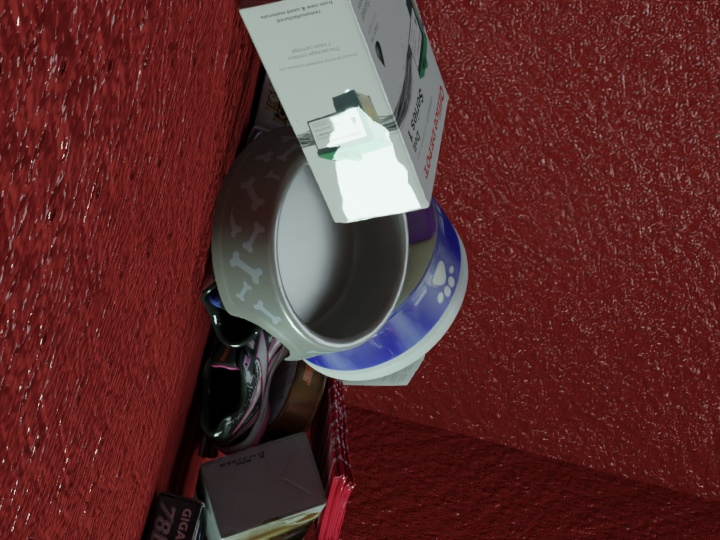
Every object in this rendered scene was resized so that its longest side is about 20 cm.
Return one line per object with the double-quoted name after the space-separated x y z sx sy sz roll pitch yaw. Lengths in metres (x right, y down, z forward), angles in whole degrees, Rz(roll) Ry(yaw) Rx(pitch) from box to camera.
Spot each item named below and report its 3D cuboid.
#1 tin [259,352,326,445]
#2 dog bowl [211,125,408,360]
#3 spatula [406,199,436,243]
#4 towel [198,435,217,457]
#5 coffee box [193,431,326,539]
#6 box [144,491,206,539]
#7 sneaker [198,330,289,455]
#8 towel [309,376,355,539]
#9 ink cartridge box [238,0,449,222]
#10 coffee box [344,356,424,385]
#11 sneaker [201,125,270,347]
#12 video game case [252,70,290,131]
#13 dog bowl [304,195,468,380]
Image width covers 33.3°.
-0.090 0.141 1.298 0.200 0.042 0.113 -46 -154 53 "tin"
-0.033 -0.023 1.014 0.199 0.058 0.203 -3 94 -49 "dog bowl"
-0.029 -0.040 1.126 0.021 0.197 0.057 72 11 -66 "spatula"
-0.154 0.142 1.416 0.200 0.022 0.146 118 -15 -87 "towel"
-0.111 0.246 1.261 0.200 0.113 0.080 113 -40 -66 "coffee box"
-0.189 0.322 1.114 0.199 0.049 0.202 109 -6 -68 "box"
-0.118 0.084 1.216 0.086 0.079 0.203 45 48 -70 "sneaker"
-0.033 0.179 1.261 0.146 0.022 0.201 104 -14 -44 "towel"
-0.004 -0.158 0.901 0.147 0.083 0.201 -77 151 -44 "ink cartridge box"
-0.027 0.030 1.523 0.200 0.197 0.200 109 -18 -74 "coffee box"
-0.086 -0.015 1.051 0.115 0.080 0.201 -85 -169 -71 "sneaker"
-0.065 -0.175 1.153 0.201 0.045 0.183 -78 -178 -62 "video game case"
0.000 0.000 1.172 0.079 0.198 0.202 52 44 -48 "dog bowl"
